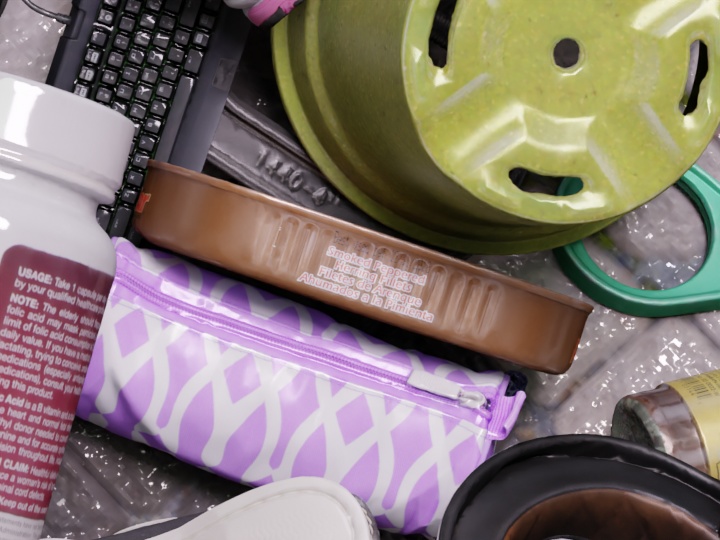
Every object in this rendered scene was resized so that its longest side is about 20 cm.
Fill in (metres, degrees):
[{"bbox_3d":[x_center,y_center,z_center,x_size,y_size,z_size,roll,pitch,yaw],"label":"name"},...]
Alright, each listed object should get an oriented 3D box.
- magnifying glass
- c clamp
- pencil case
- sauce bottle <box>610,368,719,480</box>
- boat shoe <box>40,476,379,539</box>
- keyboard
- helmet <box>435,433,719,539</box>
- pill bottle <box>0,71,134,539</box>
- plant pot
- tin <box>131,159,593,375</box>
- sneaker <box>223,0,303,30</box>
[{"bbox_3d":[0.182,-0.002,1.336,0.200,0.022,0.080,18,65,-4],"label":"magnifying glass"},{"bbox_3d":[0.016,-0.091,1.304,0.200,0.027,0.171,27,94,-8],"label":"c clamp"},{"bbox_3d":[-0.032,0.051,1.237,0.200,0.086,0.084,17,61,-2],"label":"pencil case"},{"bbox_3d":[0.212,0.062,1.291,0.200,0.065,0.065,-14,71,-14],"label":"sauce bottle"},{"bbox_3d":[-0.088,0.135,1.202,0.200,0.060,0.074,-21,74,3],"label":"boat shoe"},{"bbox_3d":[-0.115,-0.104,1.271,0.127,0.021,0.200,18,94,-4],"label":"keyboard"},{"bbox_3d":[0.115,0.160,1.165,0.200,0.191,0.200,6,78,-31],"label":"helmet"},{"bbox_3d":[-0.161,0.025,1.148,0.114,0.114,0.200,16,85,-4],"label":"pill bottle"},{"bbox_3d":[0.070,-0.093,1.202,0.200,0.184,0.201,-1,99,-6],"label":"plant pot"},{"bbox_3d":[0.000,0.000,1.243,0.200,0.112,0.042,18,85,-7],"label":"tin"},{"bbox_3d":[-0.037,-0.208,1.224,0.086,0.080,0.200,22,74,-22],"label":"sneaker"}]
